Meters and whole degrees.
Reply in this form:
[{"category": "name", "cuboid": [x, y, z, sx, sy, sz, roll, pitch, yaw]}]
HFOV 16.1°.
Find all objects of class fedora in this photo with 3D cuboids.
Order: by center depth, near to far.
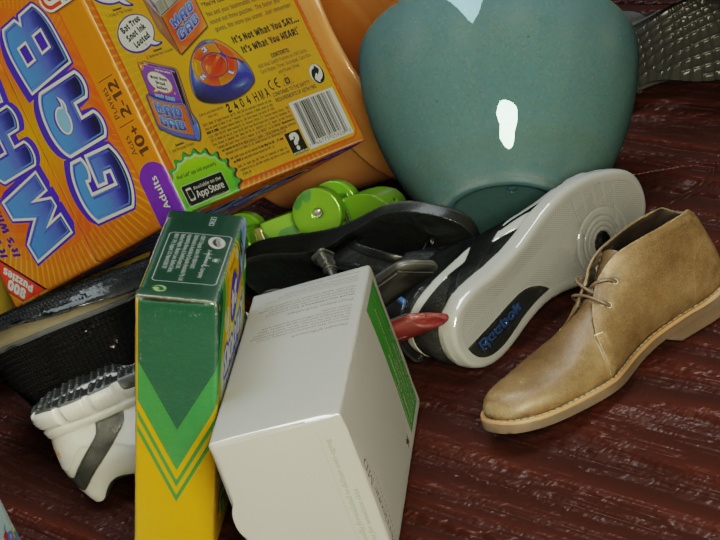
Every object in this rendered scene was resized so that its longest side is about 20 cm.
[{"category": "fedora", "cuboid": [-0.187, 0.056, 1.756, 0.200, 0.092, 0.201, -21, 0, 0]}]

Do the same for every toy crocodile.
[{"category": "toy crocodile", "cuboid": [-0.058, -0.022, 1.902, 0.200, 0.062, 0.068, -18, 3, 15]}]

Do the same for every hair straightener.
[{"category": "hair straightener", "cuboid": [-0.014, 0.024, 1.685, 0.041, 0.077, 0.200, -1, -16, -33]}]

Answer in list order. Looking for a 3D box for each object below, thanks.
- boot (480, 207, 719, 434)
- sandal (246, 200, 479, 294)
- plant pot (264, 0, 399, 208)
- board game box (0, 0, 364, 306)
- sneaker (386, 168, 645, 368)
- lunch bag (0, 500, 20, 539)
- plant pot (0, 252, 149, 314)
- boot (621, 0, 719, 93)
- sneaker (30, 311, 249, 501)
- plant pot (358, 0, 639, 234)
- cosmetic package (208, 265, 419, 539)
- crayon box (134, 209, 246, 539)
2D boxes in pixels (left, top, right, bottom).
[{"category": "boot", "cuboid": [0.142, 0.029, 1.564, 0.200, 0.076, 0.074, -35, 27, -28]}, {"category": "sandal", "cuboid": [0.000, 0.001, 1.793, 0.200, 0.075, 0.048, -14, 47, 37]}, {"category": "plant pot", "cuboid": [-0.032, -0.141, 1.999, 0.140, 0.200, 0.200, -30, 17, 23]}, {"category": "board game box", "cuboid": [-0.163, -0.122, 1.824, 0.200, 0.200, 0.200, -26, 0, 43]}, {"category": "sneaker", "cuboid": [0.091, -0.012, 1.708, 0.200, 0.073, 0.112, -37, 28, -32]}, {"category": "lunch bag", "cuboid": [-0.299, 0.183, 1.478, 0.200, 0.170, 0.127, -17, 22, 17]}, {"category": "plant pot", "cuboid": [-0.273, -0.038, 1.972, 0.189, 0.201, 0.201, -17, 16, -32]}, {"category": "boot", "cuboid": [0.230, -0.185, 2.008, 0.200, 0.070, 0.132, -15, 17, 5]}, {"category": "sneaker", "cuboid": [-0.110, 0.085, 1.663, 0.200, 0.080, 0.074, -22, 11, 5]}, {"category": "plant pot", "cuboid": [0.099, -0.095, 1.787, 0.200, 0.200, 0.135, -13, 58, 20]}, {"category": "cosmetic package", "cuboid": [-0.024, 0.092, 1.526, 0.085, 0.108, 0.200, -15, 24, 11]}, {"category": "crayon box", "cuboid": [-0.103, 0.080, 1.543, 0.051, 0.200, 0.126, 5, 25, 3]}]
